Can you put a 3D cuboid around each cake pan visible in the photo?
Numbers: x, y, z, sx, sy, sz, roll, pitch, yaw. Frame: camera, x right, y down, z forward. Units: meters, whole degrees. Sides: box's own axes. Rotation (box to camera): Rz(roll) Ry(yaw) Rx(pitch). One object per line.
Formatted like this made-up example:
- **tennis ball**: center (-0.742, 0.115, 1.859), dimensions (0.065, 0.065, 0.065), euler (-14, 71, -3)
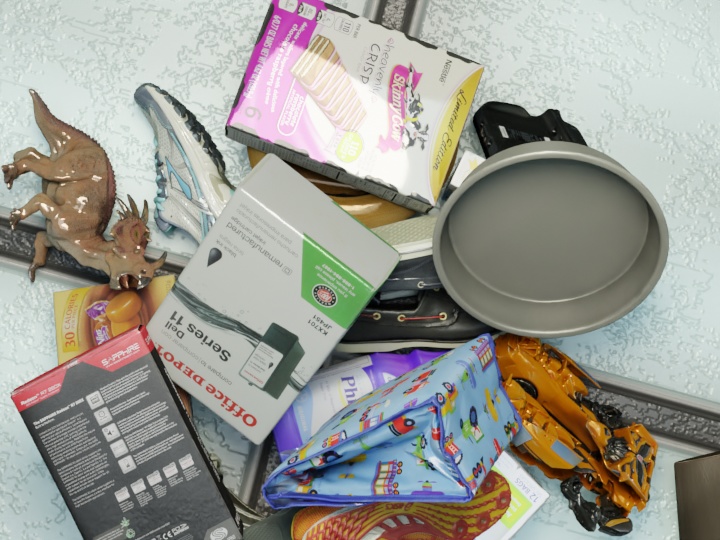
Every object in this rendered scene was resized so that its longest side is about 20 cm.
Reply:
- **cake pan**: center (0.160, -0.029, 1.429), dimensions (0.198, 0.037, 0.202), euler (3, 130, 3)

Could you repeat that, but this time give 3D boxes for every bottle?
- **bottle**: center (0.013, 0.119, 1.561), dimensions (0.198, 0.065, 0.085), euler (-16, 93, -2)

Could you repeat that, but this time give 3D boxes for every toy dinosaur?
- **toy dinosaur**: center (-0.253, -0.068, 1.561), dimensions (0.134, 0.086, 0.203), euler (-10, 81, -2)

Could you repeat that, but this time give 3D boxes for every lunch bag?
- **lunch bag**: center (0.015, 0.140, 1.425), dimensions (0.198, 0.150, 0.095), euler (-16, 101, 26)

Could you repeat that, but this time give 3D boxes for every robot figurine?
- **robot figurine**: center (0.193, 0.146, 1.523), dimensions (0.199, 0.058, 0.146), euler (39, 41, -14)

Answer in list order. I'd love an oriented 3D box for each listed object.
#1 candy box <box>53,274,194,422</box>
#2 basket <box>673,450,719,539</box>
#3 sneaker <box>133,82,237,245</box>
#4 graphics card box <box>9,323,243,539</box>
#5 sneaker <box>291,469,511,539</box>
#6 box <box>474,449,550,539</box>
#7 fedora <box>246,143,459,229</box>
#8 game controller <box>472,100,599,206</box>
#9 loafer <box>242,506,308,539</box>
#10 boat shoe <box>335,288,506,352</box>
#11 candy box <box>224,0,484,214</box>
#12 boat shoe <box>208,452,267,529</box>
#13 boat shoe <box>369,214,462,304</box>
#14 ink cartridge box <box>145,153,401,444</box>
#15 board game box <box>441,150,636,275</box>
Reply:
- **candy box**: center (-0.211, 0.111, 1.526), dimensions (0.115, 0.057, 0.202), euler (-7, 62, -3)
- **basket**: center (0.359, 0.261, 1.530), dimensions (0.178, 0.136, 0.202), euler (-13, 83, -6)
- **sneaker**: center (-0.164, -0.079, 1.567), dimensions (0.086, 0.078, 0.201), euler (-32, 85, 5)
- **graphics card box**: center (-0.195, 0.162, 1.431), dimensions (0.124, 0.051, 0.202), euler (-27, 95, -1)
- **sneaker**: center (0.035, 0.202, 1.456), dimensions (0.198, 0.077, 0.074), euler (-8, 103, -17)
- **box**: center (0.062, 0.235, 1.537), dimensions (0.112, 0.101, 0.200), euler (44, 87, 2)
- **fedora**: center (-0.009, -0.124, 1.569), dimensions (0.198, 0.082, 0.203), euler (0, 85, -5)
- **game controller**: center (0.158, -0.107, 1.515), dimensions (0.103, 0.200, 0.043), euler (5, 111, -4)
- **loafer**: center (-0.055, 0.243, 1.508), dimensions (0.200, 0.063, 0.072), euler (-43, 55, -17)
- **boat shoe**: center (0.064, 0.029, 1.559), dimensions (0.199, 0.074, 0.064), euler (-6, 125, 0)
- **candy box**: center (-0.006, -0.150, 1.498), dimensions (0.198, 0.061, 0.138), euler (20, 83, -4)
- **boat shoe**: center (-0.159, 0.193, 1.552), dimensions (0.198, 0.071, 0.064), euler (26, 87, 2)
- **boat shoe**: center (0.000, 0.000, 1.508), dimensions (0.197, 0.075, 0.063), euler (-10, 118, 8)
- **ink cartridge box**: center (-0.082, 0.027, 1.445), dimensions (0.146, 0.083, 0.201), euler (36, 120, 0)
- **board game box**: center (0.172, -0.042, 1.541), dimensions (0.198, 0.134, 0.035), euler (27, 86, 1)
